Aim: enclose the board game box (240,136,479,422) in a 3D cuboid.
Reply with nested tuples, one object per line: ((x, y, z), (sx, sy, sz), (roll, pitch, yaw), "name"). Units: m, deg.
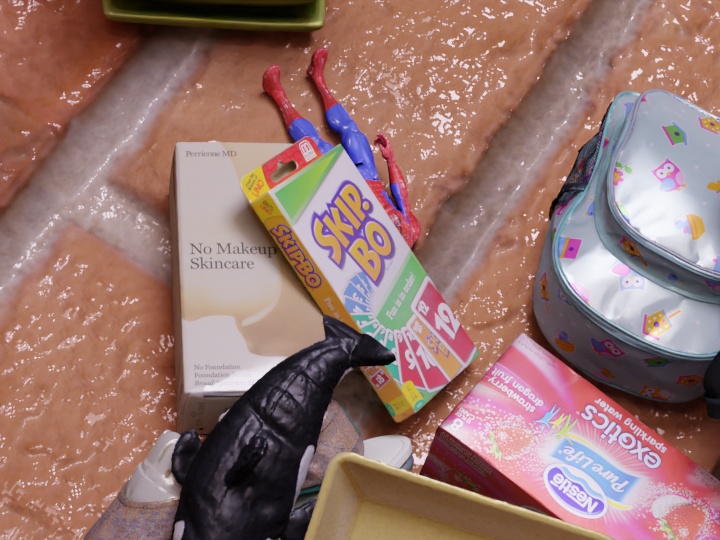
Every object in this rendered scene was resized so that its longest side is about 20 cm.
((0.000, 0.000, 1.493), (0.200, 0.030, 0.096), (54, 40, -1), "board game box")

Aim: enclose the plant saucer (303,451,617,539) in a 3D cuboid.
((0.047, 0.238, 1.383), (0.200, 0.048, 0.200), (18, 88, 0), "plant saucer")

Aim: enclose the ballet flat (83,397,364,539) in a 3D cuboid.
((-0.098, 0.131, 1.426), (0.200, 0.067, 0.068), (-20, 23, -10), "ballet flat")

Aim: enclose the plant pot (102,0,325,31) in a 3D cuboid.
((-0.105, -0.288, 1.604), (0.200, 0.182, 0.199), (2, 62, -8), "plant pot")

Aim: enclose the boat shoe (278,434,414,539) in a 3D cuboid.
((-0.030, 0.187, 1.438), (0.200, 0.073, 0.062), (-42, 118, -33), "boat shoe")

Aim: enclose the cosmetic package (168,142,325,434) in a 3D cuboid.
((-0.081, 0.011, 1.507), (0.105, 0.071, 0.200), (-1, 62, -10), "cosmetic package")

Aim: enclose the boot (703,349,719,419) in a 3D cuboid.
((0.279, -0.004, 1.414), (0.198, 0.073, 0.163), (-23, 103, -42), "boot")

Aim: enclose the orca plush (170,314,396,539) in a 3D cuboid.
((-0.052, 0.118, 1.367), (0.200, 0.071, 0.105), (-42, 88, -10), "orca plush")

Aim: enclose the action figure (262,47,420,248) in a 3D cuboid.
((-0.007, -0.073, 1.580), (0.065, 0.052, 0.200), (-20, 69, -22), "action figure")

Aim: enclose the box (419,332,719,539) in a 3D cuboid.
((0.150, 0.151, 1.451), (0.200, 0.096, 0.100), (38, 62, 12), "box")

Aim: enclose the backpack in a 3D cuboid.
((0.219, -0.016, 1.526), (0.176, 0.153, 0.200), (27, 68, 0), "backpack")
